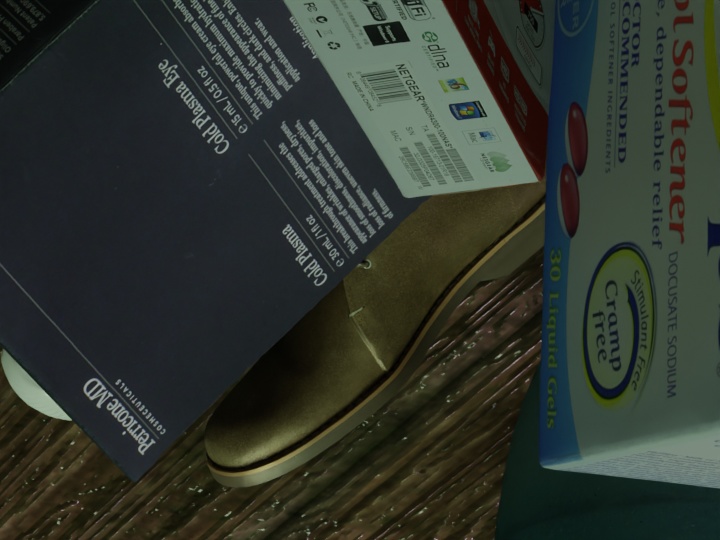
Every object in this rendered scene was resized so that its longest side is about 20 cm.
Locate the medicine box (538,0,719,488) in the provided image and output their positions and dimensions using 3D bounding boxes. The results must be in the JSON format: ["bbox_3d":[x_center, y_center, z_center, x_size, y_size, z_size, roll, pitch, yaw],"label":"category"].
[{"bbox_3d":[0.143,-0.032,0.908,0.102,0.183,0.200,6,168,-21],"label":"medicine box"}]

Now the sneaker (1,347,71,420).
[{"bbox_3d":[-0.057,-0.007,1.207,0.199,0.075,0.089,-21,149,-19],"label":"sneaker"}]

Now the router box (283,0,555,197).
[{"bbox_3d":[0.010,-0.152,0.901,0.049,0.180,0.200,-7,147,20],"label":"router box"}]

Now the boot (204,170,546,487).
[{"bbox_3d":[0.000,0.000,1.170,0.076,0.200,0.074,51,168,-32],"label":"boot"}]

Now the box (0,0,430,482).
[{"bbox_3d":[-0.085,-0.058,1.052,0.182,0.104,0.200,-44,141,-7],"label":"box"}]

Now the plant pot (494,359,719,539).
[{"bbox_3d":[0.152,0.077,1.229,0.199,0.189,0.200,4,155,2],"label":"plant pot"}]
